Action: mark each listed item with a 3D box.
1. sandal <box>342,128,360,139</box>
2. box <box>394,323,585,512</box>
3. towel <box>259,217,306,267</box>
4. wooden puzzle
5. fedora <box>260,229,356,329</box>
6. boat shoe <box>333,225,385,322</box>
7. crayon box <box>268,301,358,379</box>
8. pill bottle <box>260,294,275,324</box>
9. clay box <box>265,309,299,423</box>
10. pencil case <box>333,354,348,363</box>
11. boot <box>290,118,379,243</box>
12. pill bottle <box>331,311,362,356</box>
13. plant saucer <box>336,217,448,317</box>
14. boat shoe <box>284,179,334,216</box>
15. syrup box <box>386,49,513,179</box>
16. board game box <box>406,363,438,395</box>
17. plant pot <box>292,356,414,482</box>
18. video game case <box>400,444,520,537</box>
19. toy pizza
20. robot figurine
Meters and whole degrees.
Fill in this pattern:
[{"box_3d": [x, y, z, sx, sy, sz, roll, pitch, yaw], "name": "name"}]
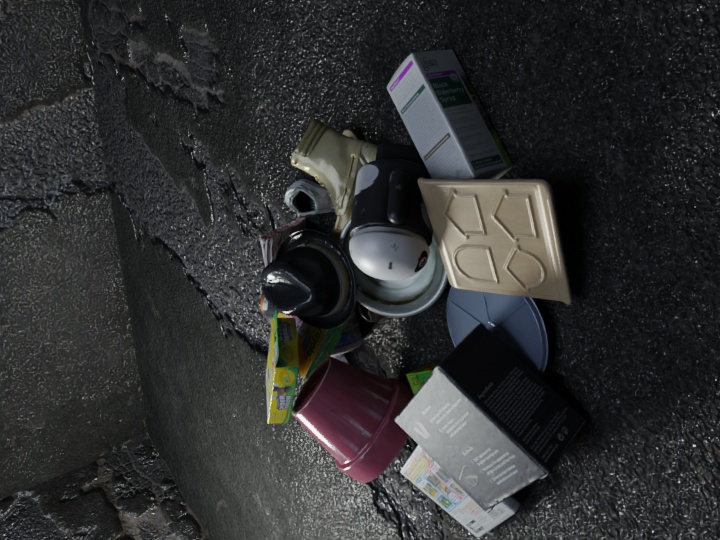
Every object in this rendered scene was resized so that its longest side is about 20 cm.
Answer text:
[{"box_3d": [-0.028, -0.150, 1.173, 0.078, 0.069, 0.213, 11, 114, 55], "name": "sandal"}, {"box_3d": [0.181, 0.220, 0.934, 0.200, 0.117, 0.197, 43, 144, 13], "name": "box"}, {"box_3d": [-0.143, -0.022, 1.330, 0.030, 0.200, 0.147, -4, 104, 21], "name": "towel"}, {"box_3d": [0.183, -0.048, 0.848, 0.200, 0.046, 0.186, 11, 134, 41], "name": "wooden puzzle"}, {"box_3d": [-0.104, 0.025, 1.095, 0.200, 0.091, 0.201, 15, 113, 39], "name": "fedora"}, {"box_3d": [0.000, 0.000, 1.173, 0.200, 0.068, 0.075, 60, 149, -1], "name": "boat shoe"}, {"box_3d": [-0.094, 0.096, 1.215, 0.119, 0.058, 0.200, 44, 129, 24], "name": "crayon box"}, {"box_3d": [-0.156, 0.088, 1.453, 0.200, 0.106, 0.107, 7, 111, 55], "name": "pill bottle"}, {"box_3d": [-0.144, 0.176, 1.162, 0.115, 0.047, 0.200, -101, 19, -44], "name": "clay box"}, {"box_3d": [-0.050, 0.234, 1.380, 0.200, 0.083, 0.091, 60, 167, 17], "name": "pencil case"}, {"box_3d": [-0.055, -0.148, 1.114, 0.155, 0.073, 0.201, 26, 110, 9], "name": "boot"}, {"box_3d": [-0.071, 0.067, 1.304, 0.114, 0.113, 0.201, -4, 102, 57], "name": "pill bottle"}, {"box_3d": [0.059, -0.022, 1.074, 0.199, 0.050, 0.201, 6, 107, 20], "name": "plant saucer"}, {"box_3d": [-0.118, -0.151, 1.314, 0.200, 0.067, 0.074, 5, 109, 56], "name": "boat shoe"}, {"box_3d": [0.124, -0.208, 0.902, 0.081, 0.079, 0.201, -39, 72, 56], "name": "syrup box"}, {"box_3d": [0.158, 0.264, 1.109, 0.102, 0.047, 0.201, -26, 84, 57], "name": "board game box"}, {"box_3d": [-0.020, 0.262, 1.180, 0.179, 0.200, 0.200, 35, 148, -10], "name": "plant pot"}, {"box_3d": [0.163, 0.371, 1.091, 0.182, 0.024, 0.200, 37, 149, 15], "name": "video game case"}, {"box_3d": [0.208, 0.086, 0.962, 0.200, 0.032, 0.201, 30, 129, 46], "name": "toy pizza"}, {"box_3d": [0.051, -0.085, 0.936, 0.124, 0.150, 0.201, -6, 69, 38], "name": "robot figurine"}]
